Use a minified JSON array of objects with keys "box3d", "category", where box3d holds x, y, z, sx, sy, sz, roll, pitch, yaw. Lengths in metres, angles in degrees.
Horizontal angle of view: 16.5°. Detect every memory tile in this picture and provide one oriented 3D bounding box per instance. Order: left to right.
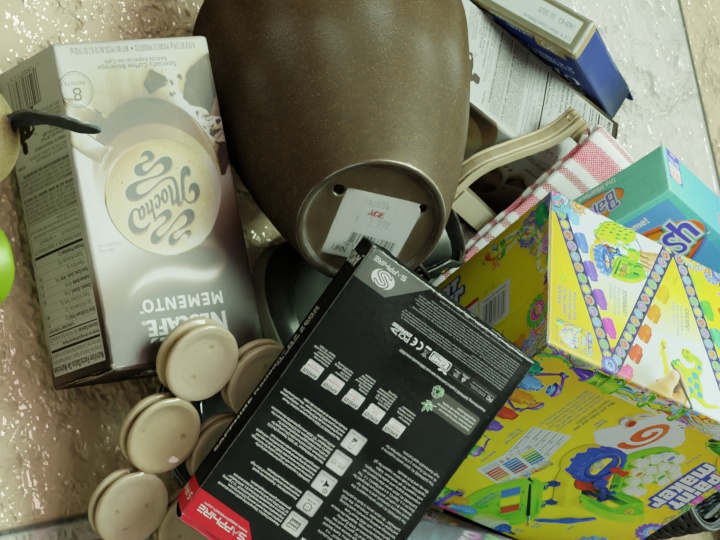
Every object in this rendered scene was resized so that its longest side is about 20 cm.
[{"box3d":[-0.095,0.131,1.517,0.153,0.017,0.201,18,103,-42],"category":"memory tile"}]

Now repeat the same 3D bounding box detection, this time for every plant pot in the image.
[{"box3d":[-0.007,-0.087,1.566,0.187,0.187,0.201,37,24,-32],"category":"plant pot"}]

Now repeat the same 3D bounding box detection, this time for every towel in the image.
[{"box3d":[0.133,0.004,1.736,0.146,0.200,0.030,43,6,-36],"category":"towel"}]

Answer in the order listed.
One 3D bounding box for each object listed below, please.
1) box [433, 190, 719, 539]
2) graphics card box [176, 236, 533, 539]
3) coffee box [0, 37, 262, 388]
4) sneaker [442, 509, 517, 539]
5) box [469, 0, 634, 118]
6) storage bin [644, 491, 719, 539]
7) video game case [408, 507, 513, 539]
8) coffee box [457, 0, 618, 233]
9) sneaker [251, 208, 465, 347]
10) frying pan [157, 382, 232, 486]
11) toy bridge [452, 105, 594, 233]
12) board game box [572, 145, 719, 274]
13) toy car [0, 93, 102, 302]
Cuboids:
[{"box3d":[0.140,0.079,1.632,0.192,0.200,0.123,25,48,-24],"category":"box"},{"box3d":[-0.004,0.096,1.482,0.125,0.051,0.201,35,93,-10],"category":"graphics card box"},{"box3d":[-0.141,-0.035,1.532,0.113,0.080,0.201,-7,83,-36],"category":"coffee box"},{"box3d":[0.127,0.226,1.764,0.104,0.060,0.201,-26,102,-45],"category":"sneaker"},{"box3d":[0.130,-0.166,1.802,0.033,0.121,0.200,-58,160,-1],"category":"box"},{"box3d":[0.222,0.092,1.872,0.135,0.093,0.201,-31,101,-46],"category":"storage bin"},{"box3d":[0.064,0.211,1.593,0.200,0.181,0.023,-34,142,-66],"category":"video game case"},{"box3d":[0.077,-0.109,1.771,0.200,0.113,0.080,35,53,-34],"category":"coffee box"},{"box3d":[0.000,0.000,1.617,0.200,0.106,0.075,-57,128,-65],"category":"sneaker"},{"box3d":[-0.061,0.082,1.640,0.190,0.031,0.116,-33,103,-42],"category":"frying pan"},{"box3d":[0.080,-0.039,1.719,0.067,0.200,0.027,40,11,-34],"category":"toy bridge"},{"box3d":[0.206,0.017,1.695,0.200,0.152,0.045,37,35,-34],"category":"board game box"},{"box3d":[-0.237,-0.050,1.375,0.164,0.199,0.159,-10,85,-46],"category":"toy car"}]
